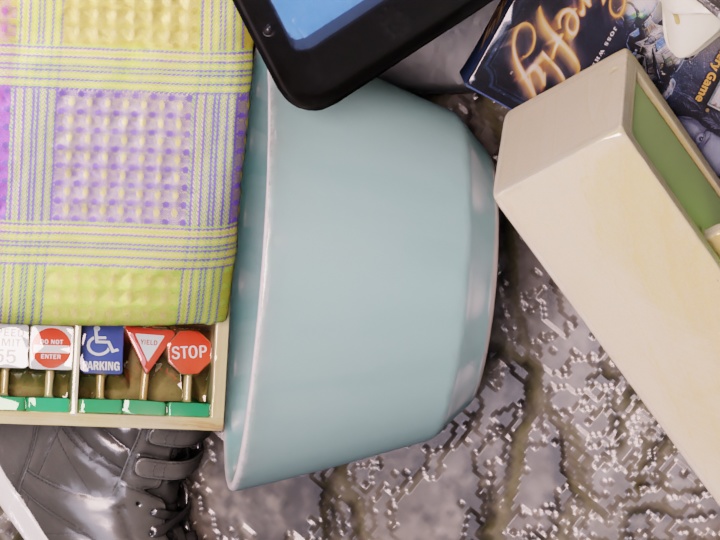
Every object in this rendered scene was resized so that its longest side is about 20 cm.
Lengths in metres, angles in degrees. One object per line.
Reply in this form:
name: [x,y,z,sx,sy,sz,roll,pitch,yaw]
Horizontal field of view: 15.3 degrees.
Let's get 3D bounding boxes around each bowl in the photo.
bowl: [0.000,0.000,1.171,0.105,0.201,0.201,5,101,-6]

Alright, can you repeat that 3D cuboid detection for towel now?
towel: [-0.119,-0.075,1.176,0.144,0.023,0.200,1,100,-9]

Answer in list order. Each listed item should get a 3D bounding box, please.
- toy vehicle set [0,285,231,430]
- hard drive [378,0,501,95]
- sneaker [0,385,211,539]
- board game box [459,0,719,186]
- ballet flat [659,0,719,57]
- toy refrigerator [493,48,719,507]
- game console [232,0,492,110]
toy vehicle set: [-0.158,0.007,1.209,0.200,0.027,0.124,2,87,-9]
hard drive: [0.042,-0.178,1.198,0.139,0.033,0.200,0,98,15]
sneaker: [-0.095,0.118,1.262,0.099,0.071,0.200,-41,83,22]
board game box: [0.150,-0.137,1.150,0.135,0.035,0.200,27,102,-9]
ballet flat: [0.167,-0.099,1.111,0.200,0.072,0.072,42,107,-11]
toy refrigerator: [0.141,0.010,1.140,0.070,0.076,0.200,-28,113,22]
game console: [0.027,-0.179,1.013,0.176,0.116,0.200,-7,122,37]
